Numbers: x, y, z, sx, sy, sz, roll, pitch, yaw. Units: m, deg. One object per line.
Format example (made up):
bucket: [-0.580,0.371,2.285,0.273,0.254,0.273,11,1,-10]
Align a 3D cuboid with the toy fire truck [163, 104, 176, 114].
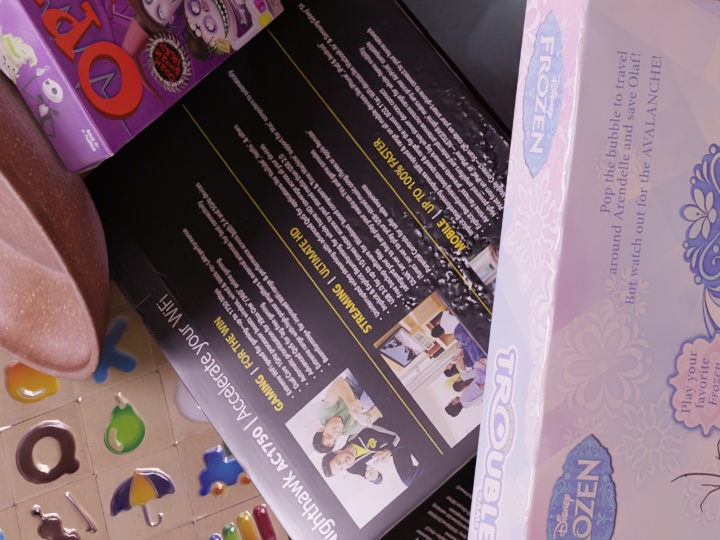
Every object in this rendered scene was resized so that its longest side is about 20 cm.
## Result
toy fire truck: [-0.110,-0.118,1.062,0.140,0.049,0.201,12,106,35]

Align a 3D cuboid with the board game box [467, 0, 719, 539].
board game box: [0.138,0.015,0.896,0.198,0.043,0.202,5,93,-27]

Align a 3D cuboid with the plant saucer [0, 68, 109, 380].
plant saucer: [-0.156,-0.045,0.983,0.201,0.200,0.037,48,69,-7]

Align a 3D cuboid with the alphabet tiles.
alphabet tiles: [-0.092,0.044,1.032,0.166,0.006,0.201,-21,58,7]

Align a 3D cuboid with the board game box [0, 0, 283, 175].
board game box: [-0.113,-0.147,0.934,0.032,0.120,0.201,-18,109,44]

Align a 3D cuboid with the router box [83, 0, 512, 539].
router box: [0.000,0.000,0.977,0.149,0.051,0.200,-41,58,6]

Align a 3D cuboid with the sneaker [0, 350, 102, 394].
sneaker: [-0.163,0.063,1.128,0.199,0.073,0.113,11,118,26]

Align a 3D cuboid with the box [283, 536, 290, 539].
box: [0.003,0.149,1.078,0.199,0.124,0.197,-27,127,14]

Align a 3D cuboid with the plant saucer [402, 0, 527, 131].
plant saucer: [0.101,-0.069,1.082,0.199,0.039,0.202,2,106,8]
